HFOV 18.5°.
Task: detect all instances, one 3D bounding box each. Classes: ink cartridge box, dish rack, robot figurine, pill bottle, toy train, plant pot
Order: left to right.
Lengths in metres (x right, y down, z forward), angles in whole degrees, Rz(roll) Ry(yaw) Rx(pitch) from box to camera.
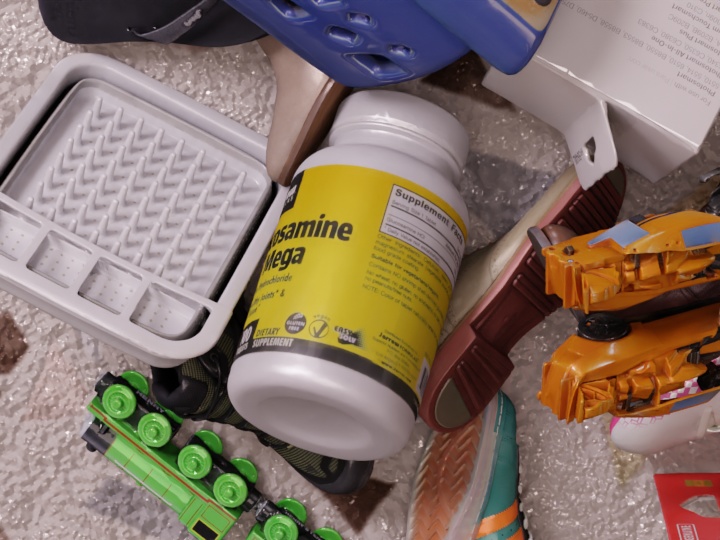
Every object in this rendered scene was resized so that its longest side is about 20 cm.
[{"bbox_3d":[-0.141,-0.032,1.320,0.171,0.201,0.044,26,136,0],"label":"dish rack"},{"bbox_3d":[-0.096,0.140,1.397,0.199,0.042,0.057,38,109,-1],"label":"toy train"},{"bbox_3d":[0.000,0.000,1.301,0.111,0.113,0.201,16,66,2],"label":"pill bottle"},{"bbox_3d":[0.023,-0.223,1.190,0.200,0.179,0.201,35,75,-38],"label":"plant pot"},{"bbox_3d":[0.163,-0.152,1.271,0.125,0.129,0.201,29,82,0],"label":"ink cartridge box"},{"bbox_3d":[0.194,0.018,1.238,0.198,0.058,0.146,-13,120,-22],"label":"robot figurine"},{"bbox_3d":[0.263,0.124,1.283,0.174,0.200,0.045,3,97,4],"label":"ink cartridge box"}]

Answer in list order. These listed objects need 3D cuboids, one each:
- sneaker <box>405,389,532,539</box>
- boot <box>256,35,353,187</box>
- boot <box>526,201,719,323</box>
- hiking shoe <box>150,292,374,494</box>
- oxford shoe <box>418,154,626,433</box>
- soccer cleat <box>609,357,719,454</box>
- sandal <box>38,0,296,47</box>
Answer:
[{"bbox_3d":[0.076,0.173,1.377,0.079,0.071,0.202,13,87,-29],"label":"sneaker"},{"bbox_3d":[-0.055,-0.173,1.342,0.145,0.070,0.201,30,93,4],"label":"boot"},{"bbox_3d":[0.207,-0.035,1.291,0.199,0.186,0.065,-34,64,11],"label":"boot"},{"bbox_3d":[-0.080,0.073,1.348,0.200,0.101,0.076,45,132,4],"label":"hiking shoe"},{"bbox_3d":[0.083,0.001,1.350,0.200,0.071,0.075,-49,49,-8],"label":"oxford shoe"},{"bbox_3d":[0.246,0.066,1.333,0.199,0.070,0.087,-34,65,7],"label":"soccer cleat"},{"bbox_3d":[-0.116,-0.166,1.317,0.199,0.043,0.077,-7,97,32],"label":"sandal"}]
